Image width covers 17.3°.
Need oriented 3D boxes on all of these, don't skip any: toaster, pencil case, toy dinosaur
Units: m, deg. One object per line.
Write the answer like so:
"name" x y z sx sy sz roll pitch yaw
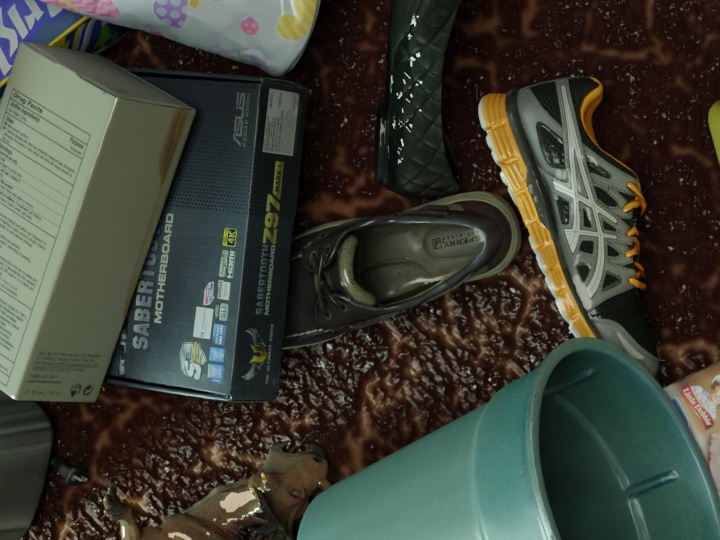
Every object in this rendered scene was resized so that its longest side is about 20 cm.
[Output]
"toaster" -0.290 0.120 1.523 0.200 0.129 0.114 17 95 16
"pencil case" -0.120 -0.185 1.456 0.200 0.091 0.083 16 69 -10
"toy dinosaur" -0.095 0.203 1.490 0.135 0.086 0.200 13 99 10

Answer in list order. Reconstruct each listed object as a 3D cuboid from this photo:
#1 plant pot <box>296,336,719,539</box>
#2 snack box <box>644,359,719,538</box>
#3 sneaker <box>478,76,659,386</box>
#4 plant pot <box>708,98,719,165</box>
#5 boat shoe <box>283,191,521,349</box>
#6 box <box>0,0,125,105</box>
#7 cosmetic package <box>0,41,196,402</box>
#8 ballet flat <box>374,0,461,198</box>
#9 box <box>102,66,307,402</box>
"plant pot" 0.080 0.166 1.374 0.196 0.200 0.201 -25 82 31
"snack box" 0.236 0.155 1.415 0.072 0.024 0.200 -28 82 17
"sneaker" 0.139 -0.026 1.422 0.077 0.078 0.200 -23 84 6
"plant pot" 0.298 -0.032 1.307 0.195 0.200 0.195 -15 85 16
"boat shoe" 0.000 0.000 1.468 0.200 0.065 0.072 -16 87 17
"box" -0.240 -0.128 1.493 0.070 0.064 0.200 43 67 12
"cosmetic package" -0.186 -0.029 1.464 0.105 0.071 0.200 32 107 38
"ballet flat" 0.045 -0.133 1.430 0.057 0.067 0.200 3 126 -7
"box" -0.116 -0.025 1.488 0.157 0.051 0.200 8 92 38
